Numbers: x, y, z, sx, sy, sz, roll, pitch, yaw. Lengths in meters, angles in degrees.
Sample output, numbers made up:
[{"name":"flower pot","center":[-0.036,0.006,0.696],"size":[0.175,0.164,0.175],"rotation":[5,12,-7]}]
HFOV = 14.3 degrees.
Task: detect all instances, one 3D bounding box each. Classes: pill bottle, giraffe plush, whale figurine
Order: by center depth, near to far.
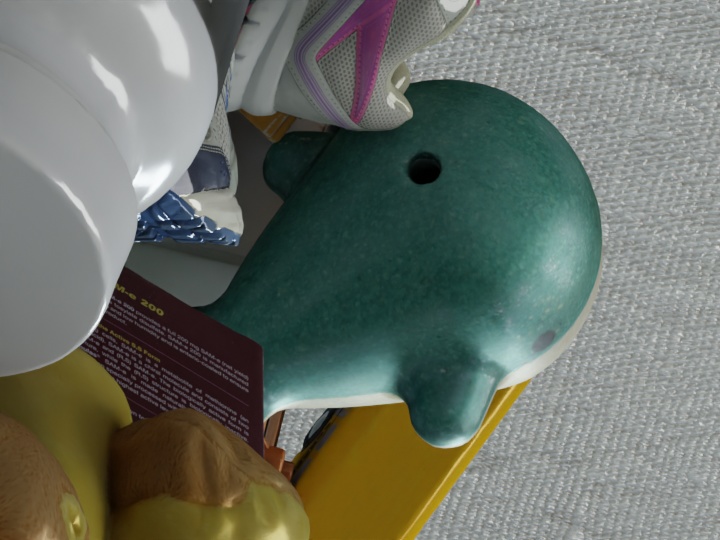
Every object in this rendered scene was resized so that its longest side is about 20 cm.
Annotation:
[{"name":"giraffe plush","center":[-0.106,0.094,0.685],"size":[0.162,0.172,0.201],"rotation":[67,17,-67]},{"name":"pill bottle","center":[-0.083,-0.080,0.697],"size":[0.116,0.115,0.200],"rotation":[100,3,-50]},{"name":"whale figurine","center":[0.000,0.000,1.145],"size":[0.159,0.200,0.104],"rotation":[60,-6,27]}]

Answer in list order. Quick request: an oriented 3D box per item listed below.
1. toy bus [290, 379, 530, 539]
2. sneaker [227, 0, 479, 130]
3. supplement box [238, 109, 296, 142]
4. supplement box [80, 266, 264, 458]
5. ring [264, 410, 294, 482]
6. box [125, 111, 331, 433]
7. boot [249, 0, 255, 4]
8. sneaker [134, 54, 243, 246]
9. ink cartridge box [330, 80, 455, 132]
[{"name":"toy bus","center":[0.030,0.064,1.394],"size":[0.200,0.065,0.078],"rotation":[-53,-174,-6]},{"name":"sneaker","center":[0.012,-0.137,1.083],"size":[0.081,0.088,0.200],"rotation":[-90,-159,-55]},{"name":"supplement box","center":[-0.037,-0.109,1.237],"size":[0.069,0.067,0.200],"rotation":[-49,-175,10]},{"name":"supplement box","center":[-0.090,0.077,0.956],"size":[0.061,0.109,0.200],"rotation":[-46,-156,26]},{"name":"ring","center":[-0.031,0.047,1.291],"size":[0.200,0.019,0.201],"rotation":[14,90,-88]},{"name":"box","center":[-0.090,0.031,1.330],"size":[0.152,0.106,0.200],"rotation":[-74,176,-58]},{"name":"boot","center":[-0.060,-0.173,1.081],"size":[0.200,0.065,0.165],"rotation":[-100,-158,-72]},{"name":"sneaker","center":[-0.075,-0.057,0.913],"size":[0.200,0.077,0.085],"rotation":[-111,-156,-80]},{"name":"ink cartridge box","center":[0.010,-0.026,1.337],"size":[0.200,0.039,0.100],"rotation":[153,-69,-78]}]
